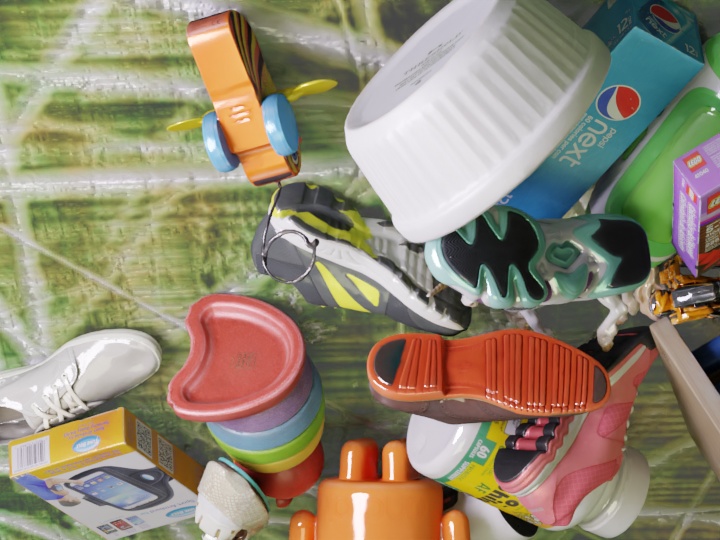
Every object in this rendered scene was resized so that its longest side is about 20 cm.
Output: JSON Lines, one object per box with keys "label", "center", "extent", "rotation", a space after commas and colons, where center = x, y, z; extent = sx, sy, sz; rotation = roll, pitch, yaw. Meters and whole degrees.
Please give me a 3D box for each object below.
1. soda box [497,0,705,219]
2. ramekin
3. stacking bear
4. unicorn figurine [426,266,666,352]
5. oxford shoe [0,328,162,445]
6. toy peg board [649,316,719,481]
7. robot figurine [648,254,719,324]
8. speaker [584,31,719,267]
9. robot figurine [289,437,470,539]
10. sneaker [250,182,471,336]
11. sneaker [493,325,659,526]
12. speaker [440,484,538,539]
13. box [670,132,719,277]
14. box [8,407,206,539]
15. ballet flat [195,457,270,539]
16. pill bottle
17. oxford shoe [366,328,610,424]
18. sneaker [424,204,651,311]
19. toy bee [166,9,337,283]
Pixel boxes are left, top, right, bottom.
{"label": "soda box", "center": [0.172, -0.123, 1.548], "extent": [0.068, 0.064, 0.200], "rotation": [25, 130, -21]}
{"label": "ramekin", "center": [0.076, -0.123, 1.466], "extent": [0.202, 0.203, 0.094], "rotation": [-36, 108, 30]}
{"label": "stacking bear", "center": [-0.083, 0.128, 1.770], "extent": [0.113, 0.122, 0.200], "rotation": [2, 144, 13]}
{"label": "unicorn figurine", "center": [0.152, 0.013, 1.683], "extent": [0.199, 0.074, 0.138], "rotation": [-20, 132, -2]}
{"label": "oxford shoe", "center": [-0.261, 0.107, 1.784], "extent": [0.199, 0.058, 0.075], "rotation": [-20, 128, 17]}
{"label": "toy peg board", "center": [0.346, 0.141, 1.701], "extent": [0.097, 0.200, 0.199], "rotation": [-30, 142, 0]}
{"label": "robot figurine", "center": [0.326, 0.001, 1.624], "extent": [0.199, 0.059, 0.145], "rotation": [-10, 174, -2]}
{"label": "speaker", "center": [0.253, -0.092, 1.561], "extent": [0.088, 0.089, 0.200], "rotation": [20, 131, -17]}
{"label": "robot figurine", "center": [0.016, 0.250, 1.812], "extent": [0.143, 0.202, 0.116], "rotation": [0, 178, -24]}
{"label": "sneaker", "center": [0.000, 0.000, 1.674], "extent": [0.199, 0.075, 0.085], "rotation": [31, 133, -14]}
{"label": "sneaker", "center": [0.194, 0.132, 1.720], "extent": [0.087, 0.200, 0.074], "rotation": [51, 157, -20]}
{"label": "speaker", "center": [0.067, 0.250, 1.894], "extent": [0.199, 0.082, 0.081], "rotation": [-30, 126, 28]}
{"label": "box", "center": [0.323, -0.085, 1.510], "extent": [0.199, 0.039, 0.137], "rotation": [-31, 154, -6]}
{"label": "box", "center": [-0.215, 0.191, 1.840], "extent": [0.118, 0.042, 0.200], "rotation": [-18, 146, 18]}
{"label": "ballet flat", "center": [-0.114, 0.216, 1.790], "extent": [0.067, 0.062, 0.200], "rotation": [37, 168, 13]}
{"label": "pill bottle", "center": [0.150, 0.161, 1.785], "extent": [0.199, 0.113, 0.113], "rotation": [26, 129, -22]}
{"label": "oxford shoe", "center": [0.105, 0.092, 1.675], "extent": [0.199, 0.072, 0.073], "rotation": [7, 153, 4]}
{"label": "sneaker", "center": [0.107, 0.000, 1.548], "extent": [0.199, 0.078, 0.140], "rotation": [4, 169, -32]}
{"label": "toy bee", "center": [-0.084, -0.106, 1.562], "extent": [0.130, 0.109, 0.201], "rotation": [6, 109, 7]}
